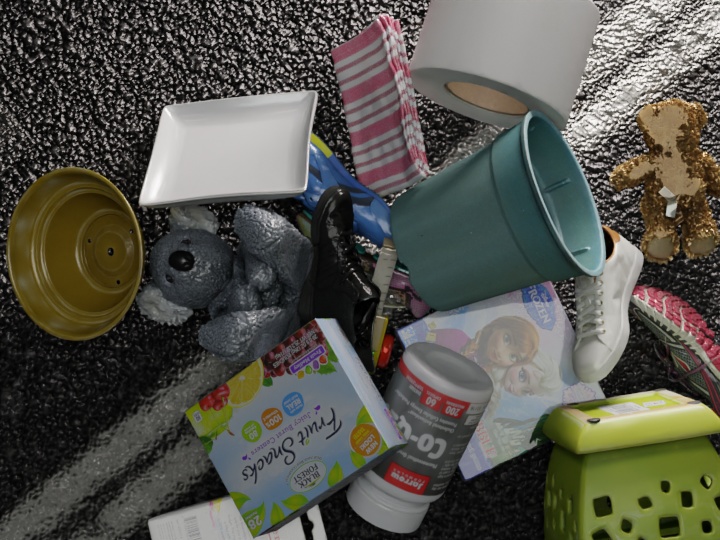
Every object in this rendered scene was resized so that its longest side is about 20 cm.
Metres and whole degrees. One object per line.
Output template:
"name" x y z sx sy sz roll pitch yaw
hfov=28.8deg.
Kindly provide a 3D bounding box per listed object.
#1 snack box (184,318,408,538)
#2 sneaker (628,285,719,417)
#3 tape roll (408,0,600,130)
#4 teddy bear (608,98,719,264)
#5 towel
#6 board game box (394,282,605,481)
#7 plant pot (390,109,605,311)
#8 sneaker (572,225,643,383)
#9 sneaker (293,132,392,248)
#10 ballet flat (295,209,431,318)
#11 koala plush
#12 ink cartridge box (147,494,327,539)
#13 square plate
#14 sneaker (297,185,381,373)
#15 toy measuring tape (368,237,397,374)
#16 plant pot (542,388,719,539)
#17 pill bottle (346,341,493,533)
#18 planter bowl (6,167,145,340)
"snack box" -0.073 0.177 1.582 0.199 0.068 0.169 -35 77 19
"sneaker" 0.388 0.096 1.689 0.200 0.081 0.075 44 117 12
"tape roll" 0.169 -0.264 1.662 0.201 0.203 0.140 18 84 1
"teddy bear" 0.382 -0.107 1.723 0.144 0.067 0.201 -23 91 6
"towel" 0.018 -0.190 1.682 0.030 0.146 0.202 -8 83 -29
"board game box" 0.171 0.122 1.697 0.198 0.041 0.201 -26 85 -4
"plant pot" 0.152 -0.053 1.621 0.195 0.200 0.202 -23 84 24
"sneaker" 0.273 0.036 1.658 0.085 0.073 0.201 39 51 -28
"sneaker" -0.030 -0.079 1.691 0.078 0.066 0.200 -39 75 -24
"ballet flat" 0.000 0.000 1.702 0.199 0.069 0.072 27 100 1
"koala plush" -0.166 0.011 1.665 0.199 0.184 0.179 15 86 22
"ink cartridge box" -0.139 0.322 1.657 0.198 0.067 0.118 -15 83 -2
"square plate" -0.152 -0.140 1.668 0.196 0.029 0.201 -5 41 8
"sneaker" -0.013 0.011 1.619 0.104 0.060 0.202 21 104 37
"toy measuring tape" 0.014 0.054 1.677 0.073 0.074 0.202 14 102 1
"plant pot" 0.311 0.240 1.592 0.197 0.200 0.183 -8 93 -5
"pill bottle" 0.065 0.195 1.622 0.113 0.114 0.201 24 108 2
"planter bowl" -0.318 -0.021 1.670 0.199 0.083 0.202 2 93 27
